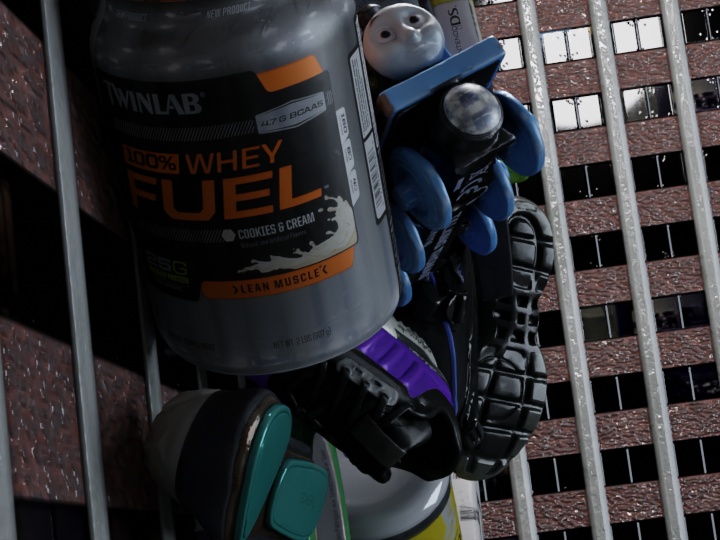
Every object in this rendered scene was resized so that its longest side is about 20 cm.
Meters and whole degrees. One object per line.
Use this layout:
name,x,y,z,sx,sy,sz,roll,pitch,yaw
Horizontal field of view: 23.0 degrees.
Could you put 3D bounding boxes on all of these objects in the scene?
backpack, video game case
backpack,0.000,0.000,1.151,0.183,0.147,0.200,79,8,-52
video game case,0.057,-0.112,1.051,0.200,0.025,0.181,78,2,-52

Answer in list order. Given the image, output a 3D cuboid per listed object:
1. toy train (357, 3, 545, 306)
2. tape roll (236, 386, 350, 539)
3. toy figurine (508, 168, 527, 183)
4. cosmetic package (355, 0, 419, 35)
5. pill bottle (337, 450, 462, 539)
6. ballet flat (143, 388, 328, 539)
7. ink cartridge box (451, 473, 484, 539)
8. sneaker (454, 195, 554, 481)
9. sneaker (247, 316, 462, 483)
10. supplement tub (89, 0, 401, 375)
toy train,0.023,-0.060,0.914,0.114,0.087,0.200,54,-19,13
tape roll,-0.038,0.166,1.041,0.200,0.048,0.201,-8,90,-84
toy figurine,0.023,0.007,1.338,0.150,0.200,0.184,26,69,-70
cosmetic package,-0.026,-0.204,1.088,0.074,0.102,0.200,55,9,30
pill bottle,0.020,0.210,1.259,0.112,0.112,0.200,-91,172,-51
ballet flat,-0.062,0.091,0.805,0.200,0.073,0.073,66,17,-74
ink cartridge box,0.045,0.232,1.469,0.068,0.116,0.200,74,10,-47
sneaker,0.088,0.048,1.249,0.079,0.075,0.200,1,-100,59
sneaker,-0.006,0.062,0.966,0.200,0.070,0.100,29,27,-45
supplement tub,-0.053,-0.063,0.814,0.123,0.122,0.200,-88,168,-62
